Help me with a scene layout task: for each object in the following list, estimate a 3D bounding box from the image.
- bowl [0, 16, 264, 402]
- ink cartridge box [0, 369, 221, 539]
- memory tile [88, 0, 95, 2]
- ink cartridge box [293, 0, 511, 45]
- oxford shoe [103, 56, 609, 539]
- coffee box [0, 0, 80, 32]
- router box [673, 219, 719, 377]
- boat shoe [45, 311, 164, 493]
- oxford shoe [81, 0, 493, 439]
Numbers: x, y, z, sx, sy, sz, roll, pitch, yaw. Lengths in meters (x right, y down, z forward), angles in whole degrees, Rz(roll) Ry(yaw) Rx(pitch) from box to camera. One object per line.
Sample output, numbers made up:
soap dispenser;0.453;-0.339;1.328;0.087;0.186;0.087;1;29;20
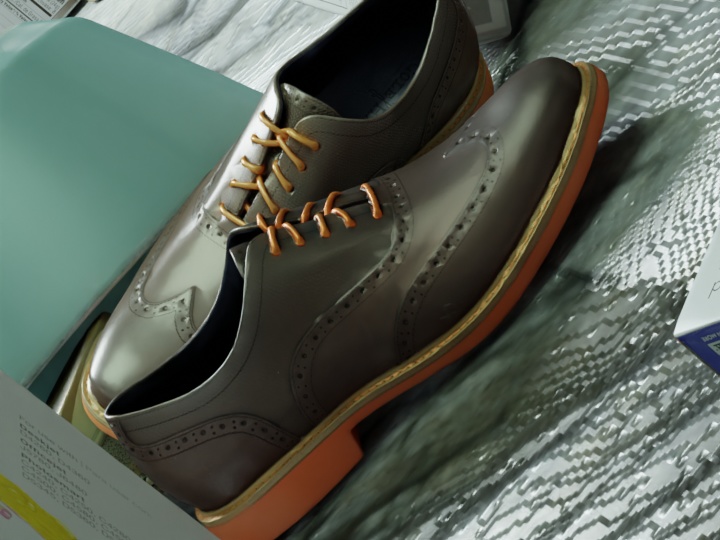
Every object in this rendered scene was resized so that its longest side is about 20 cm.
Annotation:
bowl;-0.128;-0.021;1.108;0.201;0.105;0.201;-48;0;-1
ink cartridge box;-0.096;0.148;0.754;0.147;0.146;0.200;-47;20;11
memory tile;-0.103;-0.251;1.698;0.200;0.017;0.153;-46;20;14
ink cartridge box;-0.004;-0.195;1.121;0.045;0.200;0.176;-15;16;-12
oxford shoe;0.000;0.000;0.924;0.200;0.073;0.071;-49;19;5
coffee box;-0.262;-0.137;1.744;0.200;0.080;0.113;-46;19;12
router box;0.182;-0.062;0.669;0.200;0.049;0.180;-25;32;51
boat shoe;-0.098;0.106;0.982;0.073;0.063;0.201;-52;15;48
oxford shoe;-0.032;-0.028;0.989;0.071;0.073;0.200;28;67;25
